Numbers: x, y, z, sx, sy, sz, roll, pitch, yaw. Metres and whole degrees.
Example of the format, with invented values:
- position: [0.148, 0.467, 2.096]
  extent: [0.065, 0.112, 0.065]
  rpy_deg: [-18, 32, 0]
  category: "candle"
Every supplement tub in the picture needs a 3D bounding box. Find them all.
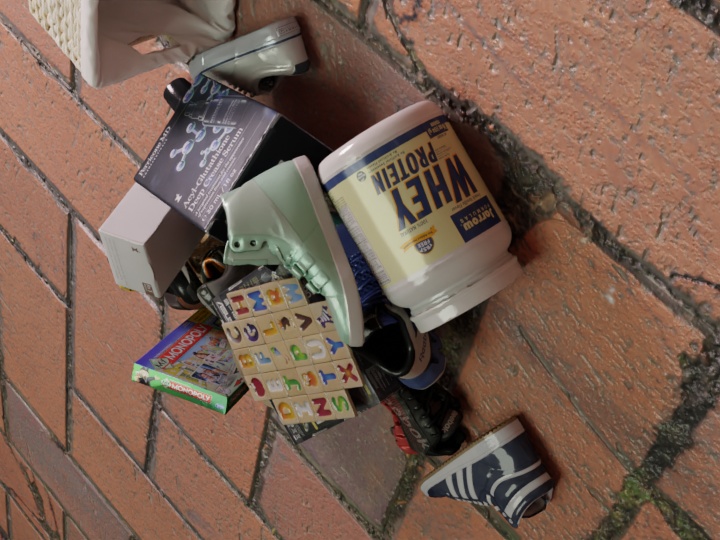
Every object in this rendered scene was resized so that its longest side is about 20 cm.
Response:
- position: [0.062, -0.053, 1.262]
  extent: [0.200, 0.145, 0.145]
  rpy_deg: [59, 147, 0]
  category: "supplement tub"

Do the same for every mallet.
- position: [-0.243, -0.179, 1.670]
  extent: [0.066, 0.041, 0.200]
  rpy_deg: [52, 150, 12]
  category: "mallet"

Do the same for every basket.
- position: [-0.260, -0.347, 1.417]
  extent: [0.161, 0.198, 0.200]
  rpy_deg: [45, 145, 28]
  category: "basket"

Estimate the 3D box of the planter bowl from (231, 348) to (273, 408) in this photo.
- position: [-0.076, 0.093, 1.569]
  extent: [0.200, 0.135, 0.201]
  rpy_deg: [33, 139, 34]
  category: "planter bowl"

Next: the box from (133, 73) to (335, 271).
- position: [-0.139, -0.113, 1.392]
  extent: [0.107, 0.149, 0.200]
  rpy_deg: [32, 180, -38]
  category: "box"

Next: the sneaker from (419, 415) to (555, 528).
- position: [0.148, 0.254, 1.453]
  extent: [0.109, 0.070, 0.200]
  rpy_deg: [55, 142, 9]
  category: "sneaker"

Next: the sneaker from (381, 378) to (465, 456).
- position: [0.067, 0.150, 1.459]
  extent: [0.098, 0.071, 0.201]
  rpy_deg: [13, 144, 38]
  category: "sneaker"

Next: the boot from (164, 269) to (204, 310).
- position: [-0.223, -0.034, 1.729]
  extent: [0.200, 0.068, 0.189]
  rpy_deg: [-7, 97, 48]
  category: "boot"

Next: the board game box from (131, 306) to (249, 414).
- position: [-0.194, 0.115, 1.649]
  extent: [0.134, 0.200, 0.029]
  rpy_deg: [19, 115, 12]
  category: "board game box"

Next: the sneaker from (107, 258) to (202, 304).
- position: [-0.273, 0.008, 1.657]
  extent: [0.200, 0.090, 0.070]
  rpy_deg: [42, 166, 51]
  category: "sneaker"

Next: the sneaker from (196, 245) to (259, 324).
- position: [-0.157, -0.012, 1.565]
  extent: [0.079, 0.200, 0.074]
  rpy_deg: [40, 118, -21]
  category: "sneaker"

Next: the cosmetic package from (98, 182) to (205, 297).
- position: [-0.238, -0.075, 1.561]
  extent: [0.074, 0.200, 0.102]
  rpy_deg: [17, 141, 20]
  category: "cosmetic package"

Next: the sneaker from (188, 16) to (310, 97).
- position: [-0.132, -0.233, 1.444]
  extent: [0.200, 0.073, 0.071]
  rpy_deg: [-8, 105, 54]
  category: "sneaker"

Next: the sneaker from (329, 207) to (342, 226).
- position: [0.000, 0.000, 1.445]
  extent: [0.200, 0.080, 0.078]
  rpy_deg: [43, 143, 25]
  category: "sneaker"

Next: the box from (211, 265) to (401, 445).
- position: [-0.065, 0.082, 1.420]
  extent: [0.161, 0.049, 0.200]
  rpy_deg: [-33, 87, 44]
  category: "box"

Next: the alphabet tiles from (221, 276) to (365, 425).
- position: [-0.078, 0.092, 1.386]
  extent: [0.200, 0.006, 0.167]
  rpy_deg: [-14, 102, 49]
  category: "alphabet tiles"

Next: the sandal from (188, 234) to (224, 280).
- position: [-0.213, -0.036, 1.655]
  extent: [0.077, 0.070, 0.212]
  rpy_deg: [-26, 79, 32]
  category: "sandal"

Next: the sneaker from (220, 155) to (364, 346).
- position: [-0.072, -0.002, 1.261]
  extent: [0.074, 0.118, 0.201]
  rpy_deg: [111, 138, -85]
  category: "sneaker"

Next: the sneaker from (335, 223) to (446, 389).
- position: [0.022, 0.032, 1.336]
  extent: [0.080, 0.115, 0.200]
  rpy_deg: [-28, 77, 16]
  category: "sneaker"
